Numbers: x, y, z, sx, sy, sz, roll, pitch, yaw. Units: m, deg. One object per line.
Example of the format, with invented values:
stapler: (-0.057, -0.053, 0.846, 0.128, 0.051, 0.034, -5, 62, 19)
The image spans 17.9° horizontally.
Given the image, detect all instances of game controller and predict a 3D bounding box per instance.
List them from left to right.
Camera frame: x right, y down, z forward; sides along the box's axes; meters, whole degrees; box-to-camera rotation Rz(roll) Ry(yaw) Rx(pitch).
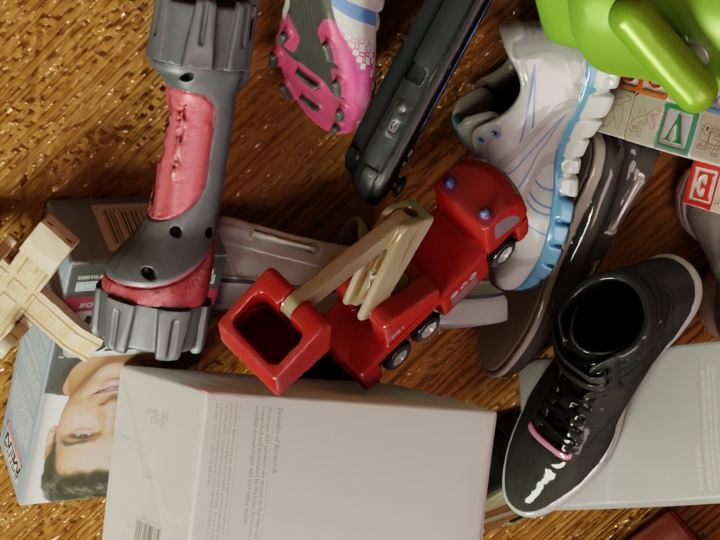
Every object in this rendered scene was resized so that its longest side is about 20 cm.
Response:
game controller: (0.052, -0.131, 1.286, 0.201, 0.042, 0.104, -61, 171, 18)

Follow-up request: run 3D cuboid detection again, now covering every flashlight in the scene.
flashlight: (-0.105, -0.055, 1.265, 0.067, 0.068, 0.202, 10, 106, 4)

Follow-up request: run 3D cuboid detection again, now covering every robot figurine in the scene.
robot figurine: (0.194, -0.159, 1.270, 0.176, 0.199, 0.116, -53, 141, -35)

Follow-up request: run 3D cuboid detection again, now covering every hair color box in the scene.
hair color box: (-0.153, 0.050, 1.393, 0.098, 0.061, 0.201, -3, 133, -24)

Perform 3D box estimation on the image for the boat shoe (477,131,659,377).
boat shoe: (0.135, -0.008, 1.484, 0.057, 0.067, 0.201, 5, 125, -25)

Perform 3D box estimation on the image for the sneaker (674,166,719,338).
sneaker: (0.268, -0.001, 1.541, 0.075, 0.092, 0.201, -26, 138, -3)

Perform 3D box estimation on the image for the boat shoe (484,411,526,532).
boat shoe: (0.054, 0.166, 1.608, 0.198, 0.076, 0.074, -15, 141, -13)

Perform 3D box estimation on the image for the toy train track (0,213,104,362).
toy train track: (-0.222, 0.040, 1.330, 0.115, 0.033, 0.200, 41, 131, -2)

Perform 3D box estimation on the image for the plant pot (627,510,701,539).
plant pot: (0.213, 0.301, 1.750, 0.195, 0.201, 0.201, -41, 137, 2)

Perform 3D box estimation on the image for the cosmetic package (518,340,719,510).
cosmetic package: (0.208, 0.104, 1.525, 0.199, 0.108, 0.090, -6, 172, 37)

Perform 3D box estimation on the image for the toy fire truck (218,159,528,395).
toy fire truck: (0.014, 0.001, 1.306, 0.200, 0.049, 0.141, -44, 159, -12)

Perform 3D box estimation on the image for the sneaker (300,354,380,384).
sneaker: (-0.025, 0.094, 1.499, 0.067, 0.108, 0.203, -24, 104, -23)

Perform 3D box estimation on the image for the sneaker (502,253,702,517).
sneaker: (0.136, 0.073, 1.465, 0.201, 0.071, 0.099, -57, 155, 14)

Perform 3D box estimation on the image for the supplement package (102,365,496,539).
supplement package: (-0.037, 0.128, 1.362, 0.198, 0.121, 0.121, 6, 92, -30)

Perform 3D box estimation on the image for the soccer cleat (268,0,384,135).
soccer cleat: (-0.006, -0.156, 1.264, 0.086, 0.070, 0.201, -42, 152, -22)

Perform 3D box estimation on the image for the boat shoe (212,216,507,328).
boat shoe: (0.000, 0.000, 1.415, 0.198, 0.072, 0.066, 5, 87, -17)

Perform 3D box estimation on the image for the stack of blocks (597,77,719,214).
stack of blocks: (0.245, -0.089, 1.431, 0.199, 0.058, 0.116, 12, 95, -35)

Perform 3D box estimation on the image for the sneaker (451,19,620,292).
sneaker: (0.092, -0.075, 1.403, 0.086, 0.075, 0.201, 2, 126, -16)
